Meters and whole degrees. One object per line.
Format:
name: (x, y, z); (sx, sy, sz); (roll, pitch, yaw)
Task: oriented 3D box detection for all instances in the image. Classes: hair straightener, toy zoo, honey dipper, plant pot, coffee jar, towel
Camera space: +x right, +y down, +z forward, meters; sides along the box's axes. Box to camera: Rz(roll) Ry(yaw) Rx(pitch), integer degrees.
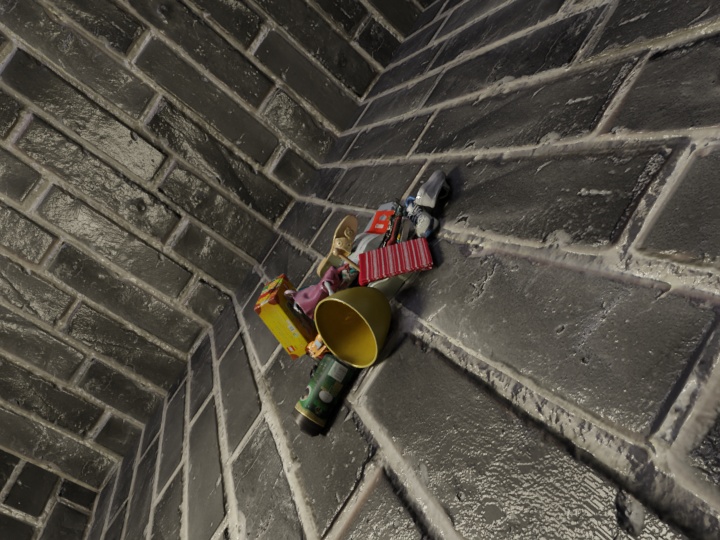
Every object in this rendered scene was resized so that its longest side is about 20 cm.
hair straightener: (0.082, -0.104, 1.484); (0.077, 0.040, 0.205); (-141, 58, -67)
toy zoo: (0.098, -0.082, 1.524); (0.131, 0.020, 0.205); (-157, 79, -70)
honey dipper: (0.000, 0.000, 1.468); (0.038, 0.198, 0.038); (-44, 23, 24)
plant pot: (0.001, 0.122, 1.339); (0.142, 0.202, 0.199); (-39, 6, -40)
coffee jar: (-0.101, 0.325, 1.359); (0.202, 0.085, 0.104); (-59, 16, -12)
towel: (0.088, -0.025, 1.384); (0.195, 0.023, 0.146); (-14, 32, 7)

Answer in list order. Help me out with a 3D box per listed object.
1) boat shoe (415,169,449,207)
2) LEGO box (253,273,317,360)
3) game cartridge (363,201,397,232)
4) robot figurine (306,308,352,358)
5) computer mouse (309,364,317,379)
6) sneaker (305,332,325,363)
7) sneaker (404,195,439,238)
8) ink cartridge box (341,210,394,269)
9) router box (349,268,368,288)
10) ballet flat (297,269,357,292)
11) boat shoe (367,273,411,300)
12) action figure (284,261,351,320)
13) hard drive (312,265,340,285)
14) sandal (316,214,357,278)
boat shoe: (0.222, -0.234, 1.513); (0.200, 0.067, 0.073); (-42, -27, -57)
LEGO box: (-0.214, 0.136, 1.560); (0.076, 0.202, 0.150); (-28, 20, 17)
game cartridge: (0.056, -0.141, 1.801); (0.202, 0.041, 0.132); (-60, 24, -12)
robot figurine: (-0.064, 0.158, 1.491); (0.201, 0.058, 0.144); (-53, -15, 16)
computer mouse: (-0.137, 0.341, 1.509); (0.201, 0.033, 0.059); (-83, 17, -61)
sneaker: (-0.131, 0.213, 1.620); (0.087, 0.073, 0.200); (-50, 20, 8)
sneaker: (0.163, -0.154, 1.503); (0.077, 0.085, 0.201); (-47, 22, 18)
ink cartridge box: (0.019, -0.099, 1.588); (0.203, 0.047, 0.160); (-65, 19, -3)
router box: (-0.025, 0.053, 1.640); (0.200, 0.062, 0.151); (-45, 21, 27)
ballet flat: (-0.094, 0.056, 1.580); (0.196, 0.073, 0.072); (-19, 27, 6)
boat shoe: (0.072, 0.025, 1.445); (0.200, 0.073, 0.062); (-44, 33, 8)
action figure: (-0.097, 0.049, 1.507); (0.148, 0.134, 0.201); (39, 95, 26)
hard drive: (-0.109, 0.047, 1.706); (0.141, 0.033, 0.199); (-58, 20, -8)
sandal: (-0.053, -0.058, 1.573); (0.214, 0.077, 0.069); (-59, 40, 7)
